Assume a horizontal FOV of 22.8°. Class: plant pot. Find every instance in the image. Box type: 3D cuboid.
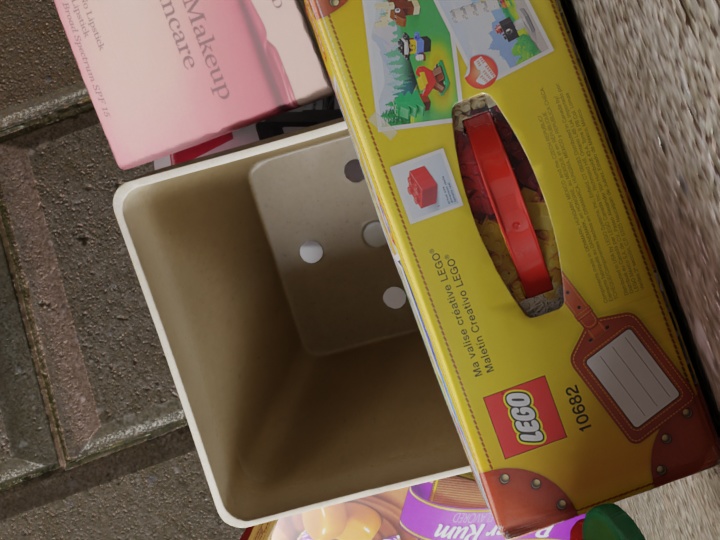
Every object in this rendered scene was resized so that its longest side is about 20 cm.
[{"bbox_3d":[0.000,0.000,1.016,0.177,0.199,0.200,-72,-35,-73],"label":"plant pot"}]

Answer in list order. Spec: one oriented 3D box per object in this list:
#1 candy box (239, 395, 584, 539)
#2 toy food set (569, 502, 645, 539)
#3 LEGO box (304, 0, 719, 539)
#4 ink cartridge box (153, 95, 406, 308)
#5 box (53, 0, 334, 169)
[{"bbox_3d":[0.036,0.165,1.122,0.056,0.200,0.117,-115,46,-65],"label":"candy box"},{"bbox_3d":[0.113,0.155,0.512,0.200,0.049,0.198,63,170,-29],"label":"toy food set"},{"bbox_3d":[0.047,-0.021,0.634,0.149,0.077,0.200,-45,-65,-90],"label":"LEGO box"},{"bbox_3d":[-0.038,-0.050,1.264,0.083,0.200,0.145,107,157,-51],"label":"ink cartridge box"},{"bbox_3d":[-0.076,-0.156,1.126,0.109,0.200,0.128,-27,-81,-48],"label":"box"}]
